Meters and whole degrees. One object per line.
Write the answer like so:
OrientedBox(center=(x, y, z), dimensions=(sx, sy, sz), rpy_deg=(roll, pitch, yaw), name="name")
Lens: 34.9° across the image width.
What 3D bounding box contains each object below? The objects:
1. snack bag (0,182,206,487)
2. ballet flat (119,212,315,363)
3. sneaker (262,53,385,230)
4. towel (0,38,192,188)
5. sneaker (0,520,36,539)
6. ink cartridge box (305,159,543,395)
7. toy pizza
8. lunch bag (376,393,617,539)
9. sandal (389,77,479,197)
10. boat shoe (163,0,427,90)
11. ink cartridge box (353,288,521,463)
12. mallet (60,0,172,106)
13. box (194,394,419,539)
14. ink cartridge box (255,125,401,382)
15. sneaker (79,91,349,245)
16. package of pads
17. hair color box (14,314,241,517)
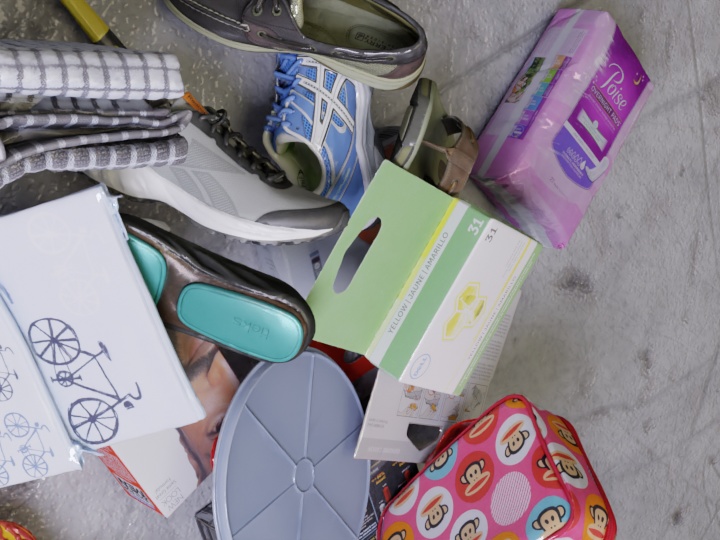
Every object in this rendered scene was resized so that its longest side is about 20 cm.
OrientedBox(center=(-0.217, 0.053, 0.746), dimensions=(0.199, 0.021, 0.189), rpy_deg=(-15, 115, 8), name="snack bag")
OrientedBox(center=(-0.125, 0.006, 0.770), dimensions=(0.199, 0.068, 0.068), rpy_deg=(25, 112, -8), name="ballet flat")
OrientedBox(center=(-0.034, -0.127, 0.869), dimensions=(0.077, 0.076, 0.201), rpy_deg=(-10, 82, -40), name="sneaker")
OrientedBox(center=(-0.212, -0.093, 0.679), dimensions=(0.165, 0.200, 0.086), rpy_deg=(-7, 105, -37), name="towel")
OrientedBox(center=(-0.233, 0.244, 0.825), dimensions=(0.200, 0.077, 0.073), rpy_deg=(43, 53, -20), name="sneaker")
OrientedBox(center=(0.049, 0.013, 0.868), dimensions=(0.200, 0.048, 0.146), rpy_deg=(20, 101, -57), name="ink cartridge box")
OrientedBox(center=(-0.056, 0.159, 0.891), dimensions=(0.200, 0.032, 0.201), rpy_deg=(6, 83, -57), name="toy pizza")
OrientedBox(center=(0.100, 0.202, 0.943), dimensions=(0.082, 0.177, 0.200), rpy_deg=(30, 116, -34), name="lunch bag")
OrientedBox(center=(0.066, -0.090, 0.892), dimensions=(0.201, 0.057, 0.080), rpy_deg=(37, 71, -72), name="sandal")
OrientedBox(center=(-0.044, -0.190, 0.821), dimensions=(0.200, 0.066, 0.072), rpy_deg=(19, 74, -3), name="boat shoe")
OrientedBox(center=(0.058, 0.078, 1.009), dimensions=(0.200, 0.045, 0.177), rpy_deg=(18, 90, -55), name="ink cartridge box")
OrientedBox(center=(-0.180, -0.177, 0.798), dimensions=(0.200, 0.041, 0.066), rpy_deg=(44, 69, -42), name="mallet")
OrientedBox(center=(-0.031, 0.228, 0.997), dimensions=(0.200, 0.050, 0.158), rpy_deg=(-32, 118, -30), name="box")
OrientedBox(center=(0.000, 0.000, 0.972), dimensions=(0.162, 0.050, 0.201), rpy_deg=(-31, 115, -30), name="ink cartridge box")
OrientedBox(center=(-0.100, -0.072, 0.786), dimensions=(0.074, 0.199, 0.080), rpy_deg=(-45, 155, -74), name="sneaker")
OrientedBox(center=(0.189, -0.133, 1.081), dimensions=(0.120, 0.075, 0.201), rpy_deg=(43, 72, -40), name="package of pads")
OrientedBox(center=(-0.168, 0.070, 0.841), dimensions=(0.111, 0.064, 0.200), rpy_deg=(-45, 125, -24), name="hair color box")
